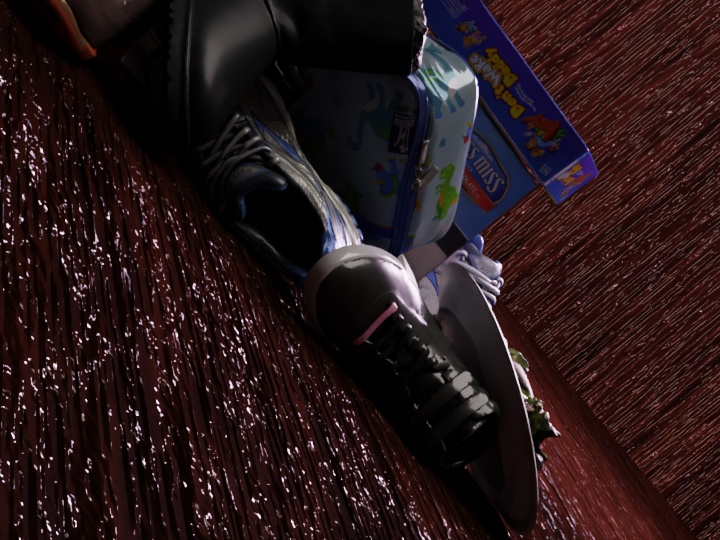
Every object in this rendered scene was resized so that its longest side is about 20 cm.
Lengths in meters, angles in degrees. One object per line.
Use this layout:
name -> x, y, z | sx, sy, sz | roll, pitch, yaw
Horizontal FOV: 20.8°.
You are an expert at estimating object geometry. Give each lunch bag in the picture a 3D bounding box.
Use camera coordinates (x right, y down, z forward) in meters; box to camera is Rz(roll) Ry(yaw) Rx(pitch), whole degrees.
lunch bag -> -0.014, -0.107, 1.402 | 0.199, 0.162, 0.082 | 35, 38, 32

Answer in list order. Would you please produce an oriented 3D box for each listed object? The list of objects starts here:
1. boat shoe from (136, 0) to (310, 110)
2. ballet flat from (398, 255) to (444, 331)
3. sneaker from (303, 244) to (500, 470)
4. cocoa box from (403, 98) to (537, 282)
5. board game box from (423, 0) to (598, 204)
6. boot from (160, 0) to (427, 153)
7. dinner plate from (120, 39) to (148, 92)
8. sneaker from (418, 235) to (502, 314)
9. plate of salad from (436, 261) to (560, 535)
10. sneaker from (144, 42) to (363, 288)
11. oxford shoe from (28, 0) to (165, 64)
boat shoe -> -0.108, -0.179, 1.366 | 0.201, 0.092, 0.075 | 63, 22, 7
ballet flat -> 0.000, 0.000, 1.450 | 0.201, 0.064, 0.076 | 55, 1, 35
sneaker -> 0.035, 0.060, 1.289 | 0.099, 0.071, 0.200 | 49, -2, 40
cocoa box -> 0.035, -0.112, 1.609 | 0.134, 0.131, 0.200 | 50, 5, -28
board game box -> 0.111, -0.153, 1.567 | 0.201, 0.045, 0.134 | 55, 5, 11
boot -> -0.041, -0.148, 1.254 | 0.201, 0.166, 0.077 | -88, -175, -46
dinner plate -> -0.173, -0.182, 1.438 | 0.201, 0.024, 0.200 | 50, 6, -7
sneaker -> 0.083, 0.020, 1.735 | 0.077, 0.085, 0.201 | 40, 20, -25
plate of salad -> 0.098, 0.089, 1.404 | 0.200, 0.048, 0.202 | 166, -90, -79
sneaker -> -0.071, -0.070, 1.284 | 0.200, 0.077, 0.085 | 49, 12, -1
oxford shoe -> -0.162, -0.177, 1.214 | 0.071, 0.072, 0.200 | 51, 5, -2
